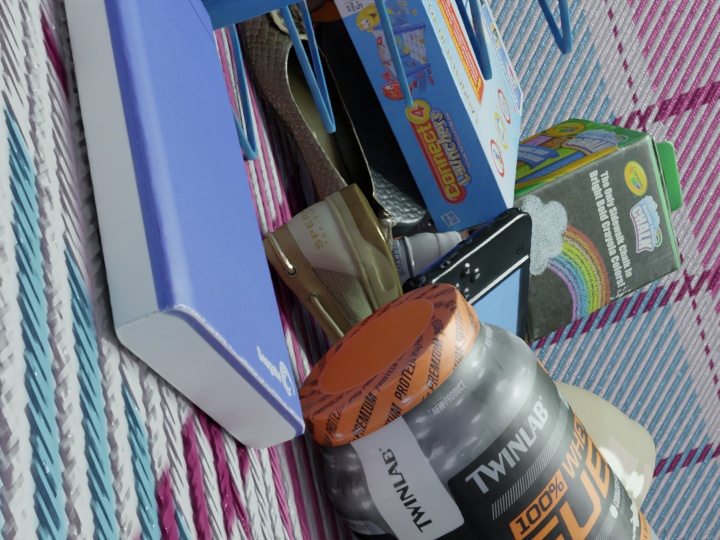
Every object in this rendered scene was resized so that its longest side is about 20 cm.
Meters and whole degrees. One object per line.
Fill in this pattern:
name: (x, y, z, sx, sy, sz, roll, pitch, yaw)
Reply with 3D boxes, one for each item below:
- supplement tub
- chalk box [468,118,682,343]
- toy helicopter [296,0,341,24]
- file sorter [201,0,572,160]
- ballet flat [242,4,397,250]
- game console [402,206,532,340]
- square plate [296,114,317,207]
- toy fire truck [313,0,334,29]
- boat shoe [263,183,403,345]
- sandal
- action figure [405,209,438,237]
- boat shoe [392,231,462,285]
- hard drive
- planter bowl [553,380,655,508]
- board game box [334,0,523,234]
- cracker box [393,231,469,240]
supplement tub: (0.062, 0.115, 0.564, 0.201, 0.122, 0.123, 53, 12, -16)
chalk box: (0.181, -0.047, 0.975, 0.124, 0.197, 0.127, 30, -39, 64)
toy helicopter: (-0.059, -0.233, 0.839, 0.134, 0.078, 0.200, 64, -5, -8)
file sorter: (0.004, -0.166, 0.624, 0.123, 0.197, 0.140, 66, 8, -52)
ballet flat: (-0.023, -0.093, 0.747, 0.067, 0.046, 0.203, -11, 79, -47)
game console: (0.089, 0.093, 0.752, 0.118, 0.170, 0.203, 31, -39, 33)
square plate: (0.000, 0.000, 0.861, 0.198, 0.028, 0.203, 33, 39, -80)
toy fire truck: (-0.041, -0.277, 0.947, 0.200, 0.048, 0.144, 127, -52, -76)
boat shoe: (-0.003, 0.038, 0.662, 0.202, 0.062, 0.074, 74, -9, -50)
sandal: (-0.001, -0.113, 0.840, 0.075, 0.043, 0.203, 12, 57, -30)
action figure: (0.021, -0.106, 0.948, 0.131, 0.069, 0.201, 60, 7, -37)
boat shoe: (0.066, 0.039, 0.858, 0.201, 0.069, 0.072, 71, 5, -51)
hard drive: (-0.069, -0.048, 0.432, 0.132, 0.025, 0.203, 59, 14, -63)
planter bowl: (0.156, 0.181, 1.079, 0.134, 0.200, 0.201, 41, 14, -11)
board game box: (0.056, -0.163, 0.838, 0.197, 0.055, 0.202, -73, 141, -56)
cracker box: (0.068, 0.041, 1.002, 0.134, 0.057, 0.203, 25, -41, 66)
